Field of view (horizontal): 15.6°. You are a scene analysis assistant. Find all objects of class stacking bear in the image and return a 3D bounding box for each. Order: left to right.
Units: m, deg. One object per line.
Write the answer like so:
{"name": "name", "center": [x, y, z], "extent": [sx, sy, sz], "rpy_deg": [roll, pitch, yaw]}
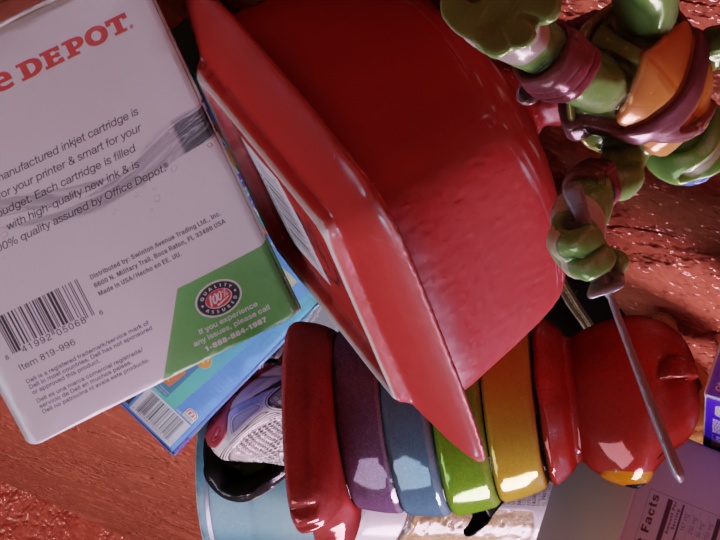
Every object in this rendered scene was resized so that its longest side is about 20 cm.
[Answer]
{"name": "stacking bear", "center": [0.068, 0.069, 1.291], "extent": [0.199, 0.114, 0.121], "rpy_deg": [-6, 164, 7]}

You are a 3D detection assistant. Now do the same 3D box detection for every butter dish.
{"name": "butter dish", "center": [0.032, -0.052, 1.189], "extent": [0.200, 0.148, 0.200], "rpy_deg": [50, 169, 42]}

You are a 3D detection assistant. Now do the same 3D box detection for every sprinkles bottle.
{"name": "sprinkles bottle", "center": [0.081, 0.120, 1.449], "extent": [0.199, 0.069, 0.068], "rpy_deg": [4, 173, -21]}

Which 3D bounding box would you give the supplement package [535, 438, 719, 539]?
{"name": "supplement package", "center": [0.200, 0.169, 1.381], "extent": [0.199, 0.110, 0.114], "rpy_deg": [23, 166, -16]}

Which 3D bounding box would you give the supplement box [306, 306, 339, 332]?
{"name": "supplement box", "center": [0.000, 0.000, 1.470], "extent": [0.199, 0.109, 0.061], "rpy_deg": [24, 127, -12]}

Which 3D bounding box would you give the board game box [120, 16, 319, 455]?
{"name": "board game box", "center": [-0.091, -0.016, 1.375], "extent": [0.152, 0.045, 0.200], "rpy_deg": [44, 128, -1]}

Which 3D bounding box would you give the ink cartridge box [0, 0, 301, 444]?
{"name": "ink cartridge box", "center": [-0.135, -0.043, 1.215], "extent": [0.083, 0.146, 0.200], "rpy_deg": [-122, 8, -59]}

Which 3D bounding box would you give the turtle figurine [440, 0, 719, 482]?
{"name": "turtle figurine", "center": [0.128, -0.062, 1.007], "extent": [0.144, 0.201, 0.194], "rpy_deg": [-23, 143, 19]}

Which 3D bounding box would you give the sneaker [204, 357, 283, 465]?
{"name": "sneaker", "center": [0.006, 0.093, 1.488], "extent": [0.199, 0.082, 0.078], "rpy_deg": [2, 144, -30]}

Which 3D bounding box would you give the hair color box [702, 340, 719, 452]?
{"name": "hair color box", "center": [0.219, 0.048, 1.353], "extent": [0.065, 0.110, 0.200], "rpy_deg": [18, 166, 10]}

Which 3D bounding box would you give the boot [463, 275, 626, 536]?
{"name": "boot", "center": [0.047, 0.026, 1.370], "extent": [0.200, 0.138, 0.077], "rpy_deg": [47, 162, -13]}

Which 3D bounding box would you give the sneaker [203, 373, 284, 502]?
{"name": "sneaker", "center": [-0.039, 0.066, 1.623], "extent": [0.074, 0.200, 0.087], "rpy_deg": [32, -160, 0]}

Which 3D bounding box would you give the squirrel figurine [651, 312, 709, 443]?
{"name": "squirrel figurine", "center": [0.133, 0.092, 1.602], "extent": [0.199, 0.142, 0.187], "rpy_deg": [21, 160, -11]}

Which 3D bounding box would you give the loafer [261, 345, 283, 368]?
{"name": "loafer", "center": [-0.032, 0.019, 1.549], "extent": [0.199, 0.073, 0.071], "rpy_deg": [17, -158, -18]}

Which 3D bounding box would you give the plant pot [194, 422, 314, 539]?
{"name": "plant pot", "center": [0.009, 0.112, 1.767], "extent": [0.187, 0.201, 0.200], "rpy_deg": [5, 162, 16]}
